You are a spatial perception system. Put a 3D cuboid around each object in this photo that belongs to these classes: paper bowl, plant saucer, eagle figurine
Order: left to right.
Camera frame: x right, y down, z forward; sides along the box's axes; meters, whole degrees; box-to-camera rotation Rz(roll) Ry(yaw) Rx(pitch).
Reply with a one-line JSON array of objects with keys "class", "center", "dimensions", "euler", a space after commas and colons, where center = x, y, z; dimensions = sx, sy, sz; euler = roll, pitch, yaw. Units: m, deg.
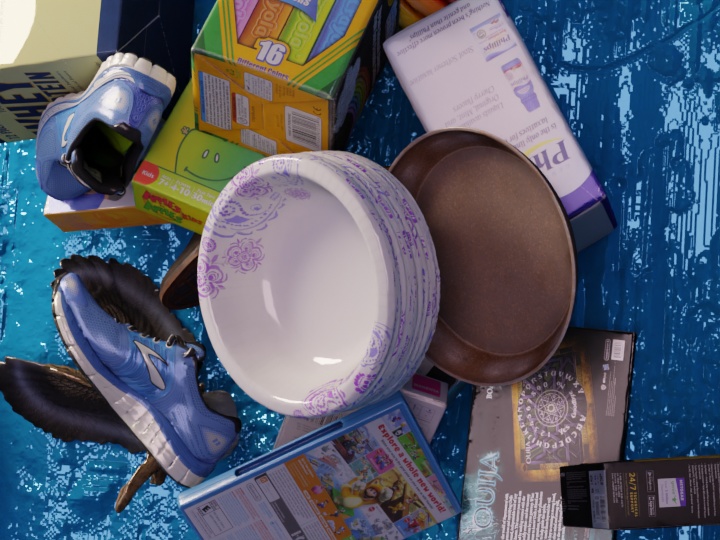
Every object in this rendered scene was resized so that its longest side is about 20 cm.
[{"class": "eagle figurine", "center": [-0.208, 0.093, 1.724], "dimensions": [0.151, 0.152, 0.200], "euler": [-25, 39, -30]}, {"class": "paper bowl", "center": [-0.022, 0.008, 1.526], "dimensions": [0.200, 0.104, 0.202], "euler": [6, 99, 41]}, {"class": "plant saucer", "center": [0.093, -0.013, 1.513], "dimensions": [0.200, 0.034, 0.202], "euler": [15, 112, 42]}]

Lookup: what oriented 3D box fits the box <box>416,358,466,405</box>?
[{"class": "box", "center": [-0.005, 0.056, 1.705], "dimensions": [0.200, 0.049, 0.082], "euler": [41, 94, 13]}]

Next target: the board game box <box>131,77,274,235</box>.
[{"class": "board game box", "center": [-0.100, -0.124, 1.651], "dimensions": [0.101, 0.048, 0.201], "euler": [22, 64, 10]}]

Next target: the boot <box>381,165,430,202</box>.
[{"class": "boot", "center": [0.000, 0.000, 1.624], "dimensions": [0.199, 0.077, 0.156], "euler": [-16, 86, 31]}]

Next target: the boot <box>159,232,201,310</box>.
[{"class": "boot", "center": [-0.115, -0.059, 1.742], "dimensions": [0.200, 0.075, 0.097], "euler": [-43, 54, 9]}]

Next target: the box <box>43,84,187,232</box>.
[{"class": "box", "center": [-0.175, -0.100, 1.723], "dimensions": [0.199, 0.041, 0.120], "euler": [-5, 63, 28]}]

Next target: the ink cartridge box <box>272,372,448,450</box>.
[{"class": "ink cartridge box", "center": [-0.014, 0.161, 1.655], "dimensions": [0.119, 0.042, 0.201], "euler": [19, 119, -4]}]

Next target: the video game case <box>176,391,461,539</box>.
[{"class": "video game case", "center": [-0.031, 0.190, 1.614], "dimensions": [0.199, 0.143, 0.018], "euler": [-25, 38, 3]}]

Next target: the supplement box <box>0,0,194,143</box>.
[{"class": "supplement box", "center": [-0.260, -0.234, 1.712], "dimensions": [0.199, 0.134, 0.201], "euler": [-5, 68, 20]}]

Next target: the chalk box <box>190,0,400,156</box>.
[{"class": "chalk box", "center": [-0.042, -0.202, 1.597], "dimensions": [0.123, 0.125, 0.201], "euler": [20, 62, 8]}]

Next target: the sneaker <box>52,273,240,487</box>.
[{"class": "sneaker", "center": [-0.174, 0.077, 1.613], "dimensions": [0.089, 0.079, 0.200], "euler": [-41, 94, -7]}]

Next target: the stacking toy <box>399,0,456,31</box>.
[{"class": "stacking toy", "center": [0.015, -0.227, 1.714], "dimensions": [0.200, 0.116, 0.110], "euler": [-42, 74, 17]}]

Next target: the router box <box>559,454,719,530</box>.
[{"class": "router box", "center": [0.249, 0.172, 1.544], "dimensions": [0.156, 0.200, 0.053], "euler": [-2, 84, -5]}]

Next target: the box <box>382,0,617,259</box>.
[{"class": "box", "center": [0.119, -0.107, 1.627], "dimensions": [0.105, 0.184, 0.201], "euler": [-28, 80, 7]}]

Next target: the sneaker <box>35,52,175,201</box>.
[{"class": "sneaker", "center": [-0.224, -0.101, 1.632], "dimensions": [0.078, 0.200, 0.090], "euler": [27, 58, -17]}]

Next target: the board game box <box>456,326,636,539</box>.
[{"class": "board game box", "center": [0.156, 0.145, 1.671], "dimensions": [0.134, 0.028, 0.201], "euler": [6, 86, 13]}]
